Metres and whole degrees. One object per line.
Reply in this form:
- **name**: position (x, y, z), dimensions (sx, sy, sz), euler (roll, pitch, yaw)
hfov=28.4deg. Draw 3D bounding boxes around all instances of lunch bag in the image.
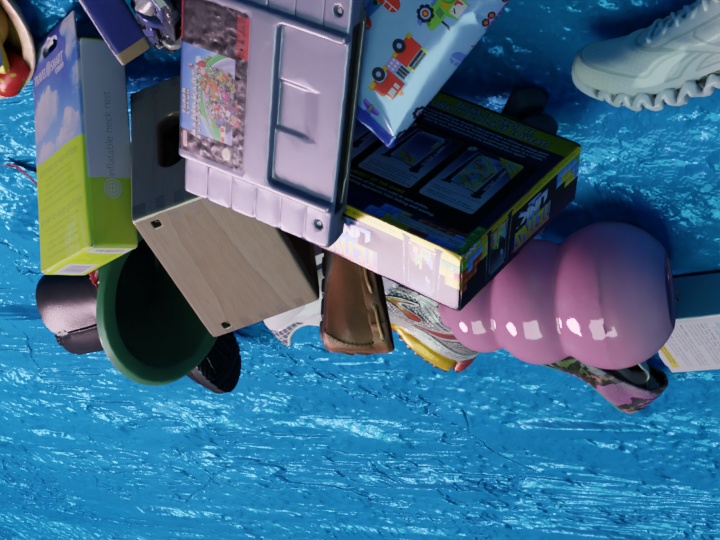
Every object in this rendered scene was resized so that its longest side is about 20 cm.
- **lunch bag**: position (-0.007, -0.210, 0.958), dimensions (0.200, 0.094, 0.151), euler (37, 114, -8)

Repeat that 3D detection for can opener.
- **can opener**: position (0.125, -0.079, 1.181), dimensions (0.066, 0.053, 0.200), euler (-12, 153, -15)

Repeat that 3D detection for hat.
- **hat**: position (-0.249, 0.001, 1.438), dimensions (0.175, 0.202, 0.165), euler (11, -171, 41)

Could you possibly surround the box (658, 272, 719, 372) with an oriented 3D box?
- **box**: position (0.346, 0.040, 1.228), dimensions (0.199, 0.049, 0.082), euler (-8, 139, 37)

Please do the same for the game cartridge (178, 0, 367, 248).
- **game cartridge**: position (-0.064, -0.121, 0.965), dimensions (0.129, 0.038, 0.201), euler (19, 128, 16)

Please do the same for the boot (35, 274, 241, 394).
- **boot**: position (-0.244, 0.066, 1.558), dimensions (0.167, 0.077, 0.200), euler (-13, 129, 36)

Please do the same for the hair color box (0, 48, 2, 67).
- **hair color box**: position (-0.343, -0.237, 1.100), dimensions (0.098, 0.061, 0.201), euler (16, 134, 11)

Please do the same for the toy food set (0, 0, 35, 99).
- **toy food set**: position (-0.376, -0.215, 1.230), dimensions (0.199, 0.049, 0.199), euler (14, 145, 12)

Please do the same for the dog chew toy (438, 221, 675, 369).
- **dog chew toy**: position (0.165, 0.026, 1.218), dimensions (0.199, 0.125, 0.125), euler (-6, 141, 19)

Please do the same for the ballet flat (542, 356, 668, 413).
- **ballet flat**: position (0.213, 0.070, 1.342), dimensions (0.199, 0.069, 0.071), euler (31, 128, -25)

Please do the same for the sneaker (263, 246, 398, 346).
- **sneaker**: position (0.000, 0.000, 1.276), dimensions (0.199, 0.076, 0.081), euler (-20, 109, 13)

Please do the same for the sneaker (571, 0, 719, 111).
- **sneaker**: position (0.239, -0.160, 0.977), dimensions (0.199, 0.075, 0.081), euler (-2, 128, 28)

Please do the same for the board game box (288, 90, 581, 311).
- **board game box**: position (0.038, -0.069, 1.068), dimensions (0.199, 0.165, 0.057), euler (26, 135, 28)

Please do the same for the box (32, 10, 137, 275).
- **box**: position (-0.239, -0.105, 1.215), dimensions (0.047, 0.202, 0.122), euler (1, 169, -32)

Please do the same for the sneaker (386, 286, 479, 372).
- **sneaker**: position (0.044, 0.014, 1.348), dimensions (0.199, 0.078, 0.082), euler (29, 129, -18)

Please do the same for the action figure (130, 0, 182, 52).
- **action figure**: position (-0.114, -0.212, 1.092), dimensions (0.193, 0.105, 0.200), euler (34, 174, -11)

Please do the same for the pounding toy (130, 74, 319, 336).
- **pounding toy**: position (-0.131, -0.062, 1.224), dimensions (0.141, 0.201, 0.185), euler (-19, 136, 10)

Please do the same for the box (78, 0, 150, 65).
- **box**: position (-0.227, -0.256, 1.041), dimensions (0.032, 0.121, 0.200), euler (-34, 137, -2)

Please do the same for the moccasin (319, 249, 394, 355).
- **moccasin**: position (0.005, -0.031, 1.189), dimensions (0.077, 0.203, 0.074), euler (-1, 173, 9)
